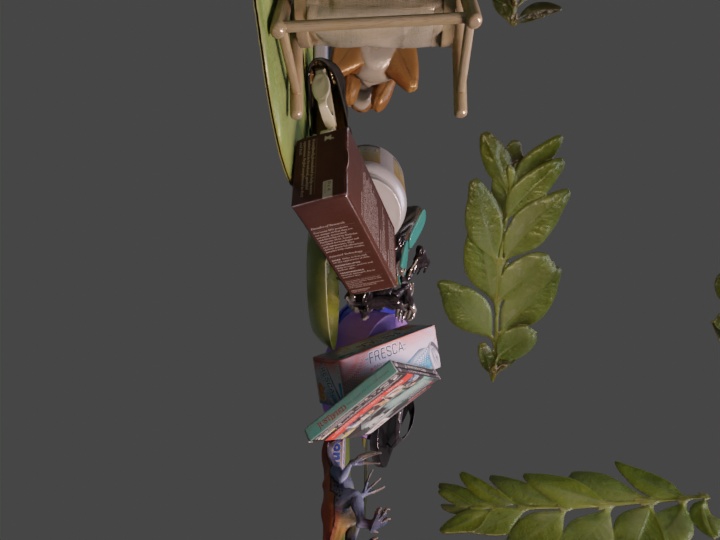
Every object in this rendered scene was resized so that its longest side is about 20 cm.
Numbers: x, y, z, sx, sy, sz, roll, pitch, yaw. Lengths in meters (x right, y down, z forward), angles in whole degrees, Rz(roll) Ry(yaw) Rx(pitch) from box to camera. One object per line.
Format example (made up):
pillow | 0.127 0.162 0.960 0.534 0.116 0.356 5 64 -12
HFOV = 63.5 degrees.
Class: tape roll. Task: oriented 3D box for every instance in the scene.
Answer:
tape roll | 0.016 0.169 0.957 0.199 0.064 0.206 -14 107 -56

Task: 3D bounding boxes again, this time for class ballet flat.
ballet flat | -0.045 -0.189 0.778 0.068 0.066 0.205 32 47 -75
ballet flat | 0.068 -0.048 1.081 0.202 0.067 0.069 -64 158 -46

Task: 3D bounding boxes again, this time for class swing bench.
swing bench | 0.016 -0.280 0.615 0.130 0.193 0.205 84 5 -63

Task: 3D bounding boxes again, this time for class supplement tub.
supplement tub | 0.009 -0.129 1.018 0.201 0.140 0.148 -84 173 -66

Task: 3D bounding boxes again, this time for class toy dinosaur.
toy dinosaur | -0.030 0.301 0.818 0.181 0.197 0.107 34 -56 44

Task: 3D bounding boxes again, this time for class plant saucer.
plant saucer | -0.052 0.009 0.822 0.200 0.030 0.206 -2 90 -87

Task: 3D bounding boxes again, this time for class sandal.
sandal | 0.067 0.220 0.948 0.203 0.042 0.077 -64 143 -28

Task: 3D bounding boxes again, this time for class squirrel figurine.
squirrel figurine | 0.017 -0.368 0.983 0.187 0.138 0.206 141 -50 -85

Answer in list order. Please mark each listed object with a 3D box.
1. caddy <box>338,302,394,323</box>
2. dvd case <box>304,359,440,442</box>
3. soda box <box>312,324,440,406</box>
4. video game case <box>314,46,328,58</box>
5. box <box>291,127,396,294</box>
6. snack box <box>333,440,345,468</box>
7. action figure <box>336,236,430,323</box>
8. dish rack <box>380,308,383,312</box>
caddy | 0.000 0.132 1.115 0.200 0.102 0.145 -38 126 -67
dvd case | 0.024 0.178 0.787 0.022 0.145 0.199 54 12 25
soda box | 0.028 0.134 0.846 0.063 0.197 0.070 -4 -82 50
video game case | -0.055 -0.299 0.955 0.182 0.021 0.206 67 23 -83
box | -0.014 -0.064 0.722 0.201 0.073 0.102 62 24 -53
snack box | -0.041 0.354 1.044 0.073 0.024 0.203 87 3 -51
action figure | 0.037 0.030 0.890 0.200 0.117 0.104 -43 146 -50
dish rack | 0.000 0.000 1.060 0.154 0.054 0.200 49 18 -7
